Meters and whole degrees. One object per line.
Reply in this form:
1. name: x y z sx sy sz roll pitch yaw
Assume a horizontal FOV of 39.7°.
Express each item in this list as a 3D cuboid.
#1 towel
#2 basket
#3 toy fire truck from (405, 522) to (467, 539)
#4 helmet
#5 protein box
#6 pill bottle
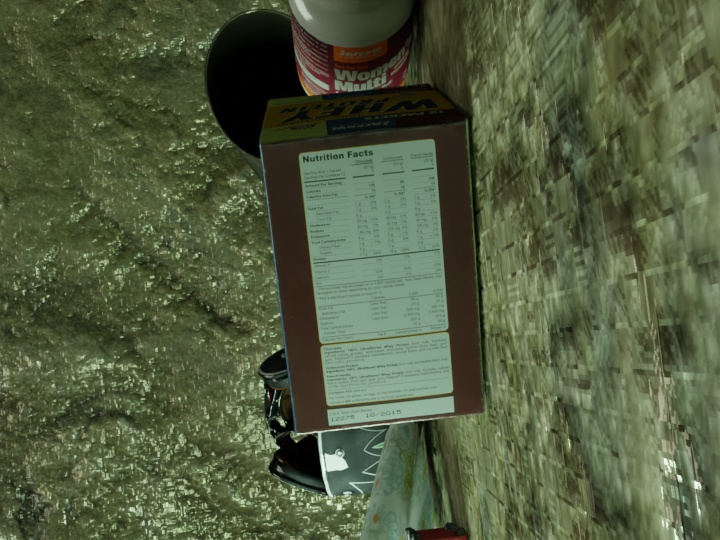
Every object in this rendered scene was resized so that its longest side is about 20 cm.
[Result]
1. towel: 0.040 0.284 1.067 0.201 0.048 0.172 78 -161 -45
2. basket: -0.092 -0.176 1.165 0.200 0.134 0.182 74 177 -76
3. toy fire truck: 0.074 0.312 0.936 0.200 0.048 0.143 99 165 -79
4. helmet: -0.018 0.172 1.184 0.199 0.189 0.203 -9 -78 -52
5. protein box: 0.005 -0.020 0.735 0.199 0.133 0.203 -101 6 -73
6. pill bottle: -0.007 -0.225 0.866 0.200 0.108 0.111 90 174 -73
